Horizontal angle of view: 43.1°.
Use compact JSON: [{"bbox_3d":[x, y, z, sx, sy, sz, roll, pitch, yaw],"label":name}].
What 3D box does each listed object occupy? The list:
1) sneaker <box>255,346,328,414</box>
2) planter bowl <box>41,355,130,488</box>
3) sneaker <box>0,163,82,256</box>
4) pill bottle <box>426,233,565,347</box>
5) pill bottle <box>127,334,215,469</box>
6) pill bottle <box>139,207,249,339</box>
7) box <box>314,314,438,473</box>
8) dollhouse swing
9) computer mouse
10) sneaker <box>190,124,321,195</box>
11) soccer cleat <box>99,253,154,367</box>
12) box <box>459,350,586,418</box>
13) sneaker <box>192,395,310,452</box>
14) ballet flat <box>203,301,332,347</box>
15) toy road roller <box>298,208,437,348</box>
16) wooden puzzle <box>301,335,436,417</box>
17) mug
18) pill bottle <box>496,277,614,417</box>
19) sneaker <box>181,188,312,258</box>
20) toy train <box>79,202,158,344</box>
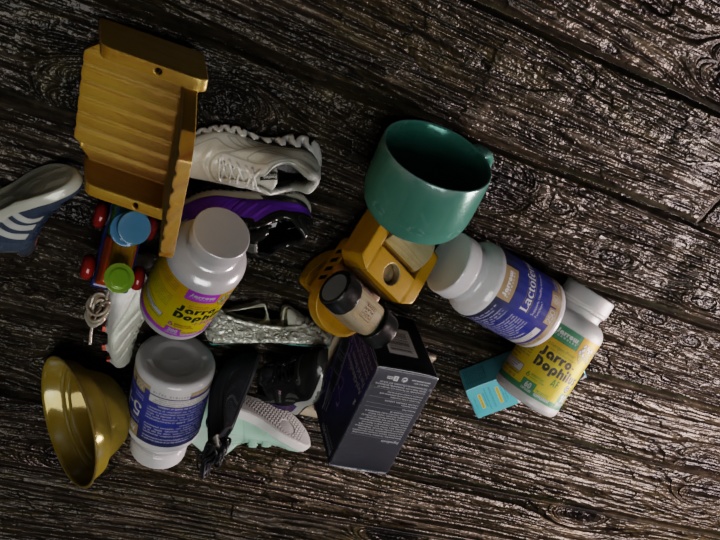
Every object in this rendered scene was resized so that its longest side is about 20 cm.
[{"bbox_3d":[-0.112,0.170,1.405,0.087,0.076,0.200,16,148,-14],"label":"sneaker"},{"bbox_3d":[-0.402,0.216,1.369,0.083,0.201,0.202,-14,137,-37],"label":"planter bowl"},{"bbox_3d":[-0.428,-0.068,1.177,0.198,0.075,0.085,-19,130,18],"label":"sneaker"},{"bbox_3d":[0.200,0.028,1.357,0.199,0.116,0.116,27,120,-30],"label":"pill bottle"},{"bbox_3d":[-0.297,0.206,1.397,0.118,0.120,0.201,7,127,-17],"label":"pill bottle"},{"bbox_3d":[-0.210,0.003,1.170,0.103,0.105,0.200,14,145,-22],"label":"pill bottle"},{"bbox_3d":[0.018,0.184,1.391,0.103,0.148,0.201,13,118,-22],"label":"box"},{"bbox_3d":[-0.266,-0.142,1.049,0.180,0.177,0.201,18,126,-3],"label":"dollhouse swing"},{"bbox_3d":[-0.209,0.203,1.378,0.052,0.201,0.139,24,147,-10],"label":"computer mouse"},{"bbox_3d":[-0.145,-0.137,1.173,0.198,0.081,0.076,1,131,-10],"label":"sneaker"},{"bbox_3d":[-0.331,0.062,1.306,0.077,0.070,0.202,2,126,-10],"label":"soccer cleat"},{"bbox_3d":[0.274,0.175,1.538,0.198,0.049,0.083,-22,130,7],"label":"box"},{"bbox_3d":[-0.188,0.272,1.504,0.199,0.074,0.119,27,113,-18],"label":"sneaker"},{"bbox_3d":[-0.134,0.081,1.369,0.198,0.072,0.072,3,129,-16],"label":"ballet flat"},{"bbox_3d":[0.000,0.000,1.310,0.123,0.145,0.201,43,73,-36],"label":"toy road roller"},{"bbox_3d":[0.006,0.193,1.505,0.183,0.037,0.201,16,125,-23],"label":"wooden puzzle"},{"bbox_3d":[0.095,-0.105,1.201,0.183,0.153,0.115,10,130,-20],"label":"mug"},{"bbox_3d":[0.309,0.118,1.430,0.112,0.113,0.201,28,97,-30],"label":"pill bottle"},{"bbox_3d":[-0.159,-0.056,1.220,0.198,0.100,0.070,-7,129,-7],"label":"sneaker"},{"bbox_3d":[-0.319,0.011,1.183,0.084,0.116,0.202,14,92,-21],"label":"toy train"}]
